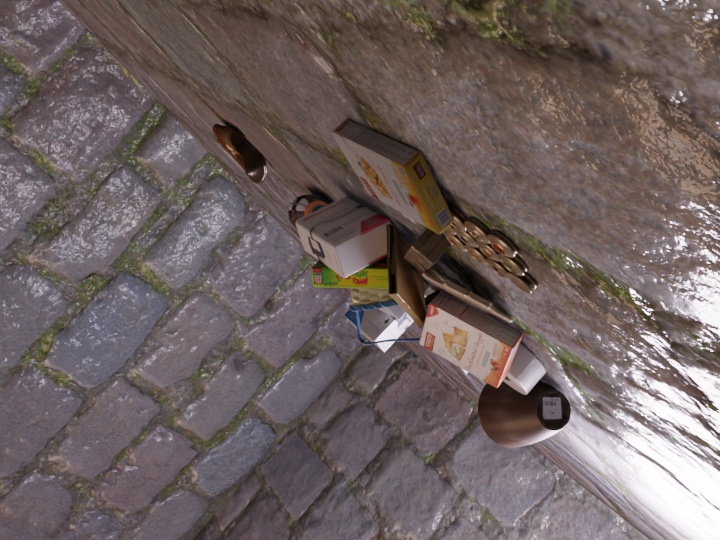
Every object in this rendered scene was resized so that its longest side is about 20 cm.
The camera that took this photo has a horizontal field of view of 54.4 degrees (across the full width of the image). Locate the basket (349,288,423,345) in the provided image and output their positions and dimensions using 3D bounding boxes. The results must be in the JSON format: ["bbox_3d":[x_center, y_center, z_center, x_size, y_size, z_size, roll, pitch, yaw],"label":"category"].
[{"bbox_3d":[0.063,0.078,1.693,0.139,0.176,0.201,-15,-82,-66],"label":"basket"}]

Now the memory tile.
[{"bbox_3d":[0.184,-0.043,1.104,0.200,0.017,0.153,36,172,42],"label":"memory tile"}]

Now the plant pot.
[{"bbox_3d":[0.414,0.338,1.703,0.187,0.187,0.200,43,160,-5],"label":"plant pot"}]

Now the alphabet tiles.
[{"bbox_3d":[0.215,0.052,1.398,0.195,0.015,0.200,27,179,11],"label":"alphabet tiles"}]

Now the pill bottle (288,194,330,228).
[{"bbox_3d":[-0.133,-0.157,1.934,0.106,0.106,0.200,44,173,-14],"label":"pill bottle"}]

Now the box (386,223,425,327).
[{"bbox_3d":[0.100,0.015,1.512,0.200,0.021,0.164,48,-144,-57],"label":"box"}]

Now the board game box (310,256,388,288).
[{"bbox_3d":[0.000,0.000,1.583,0.102,0.199,0.048,-53,-39,-64],"label":"board game box"}]

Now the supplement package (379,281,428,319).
[{"bbox_3d":[0.077,0.038,1.882,0.120,0.121,0.200,44,173,-12],"label":"supplement package"}]

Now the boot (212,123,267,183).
[{"bbox_3d":[-0.378,-0.364,2.165,0.155,0.077,0.200,33,166,50],"label":"boot"}]

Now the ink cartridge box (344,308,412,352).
[{"bbox_3d":[0.077,0.112,2.031,0.146,0.200,0.086,37,171,38],"label":"ink cartridge box"}]

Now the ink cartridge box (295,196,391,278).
[{"bbox_3d":[-0.035,-0.079,1.572,0.200,0.145,0.085,34,146,53],"label":"ink cartridge box"}]

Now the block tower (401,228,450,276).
[{"bbox_3d":[0.126,-0.036,1.361,0.054,0.058,0.200,42,172,3],"label":"block tower"}]

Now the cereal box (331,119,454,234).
[{"bbox_3d":[0.048,-0.147,1.081,0.200,0.040,0.144,35,164,49],"label":"cereal box"}]

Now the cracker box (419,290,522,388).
[{"bbox_3d":[0.232,0.147,1.502,0.200,0.058,0.134,29,136,21],"label":"cracker box"}]

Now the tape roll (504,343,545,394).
[{"bbox_3d":[0.330,0.198,1.630,0.202,0.071,0.202,42,174,5],"label":"tape roll"}]

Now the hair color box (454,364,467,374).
[{"bbox_3d":[0.263,0.188,1.847,0.060,0.100,0.200,38,173,37],"label":"hair color box"}]

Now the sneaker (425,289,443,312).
[{"bbox_3d":[0.192,0.095,1.733,0.079,0.066,0.200,61,180,3],"label":"sneaker"}]
